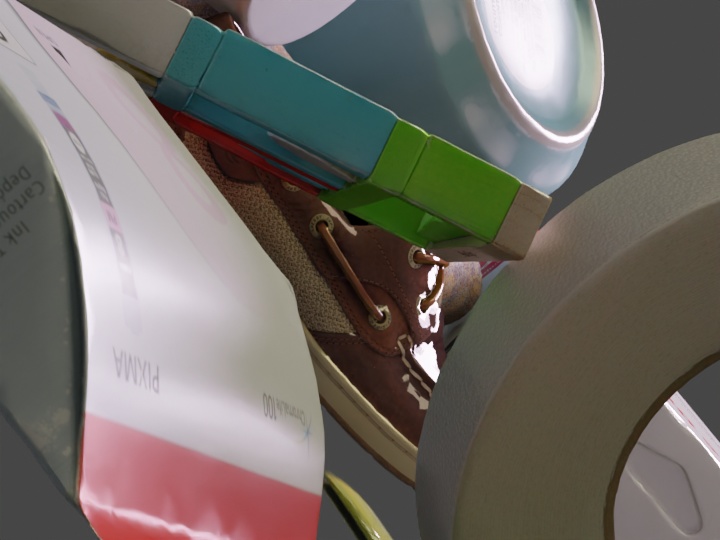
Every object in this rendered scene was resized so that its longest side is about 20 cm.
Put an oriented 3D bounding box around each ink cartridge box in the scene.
[{"bbox_3d":[-0.038,0.021,0.569,0.200,0.057,0.163,47,4,18],"label":"ink cartridge box"},{"bbox_3d":[0.090,0.073,1.026,0.145,0.084,0.200,49,5,-8],"label":"ink cartridge box"}]

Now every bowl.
[{"bbox_3d":[0.027,-0.093,1.051,0.201,0.105,0.202,33,50,-50],"label":"bowl"}]

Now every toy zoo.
[{"bbox_3d":[-0.049,-0.055,0.742,0.199,0.021,0.131,27,-3,-6],"label":"toy zoo"}]

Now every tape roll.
[{"bbox_3d":[0.115,0.054,0.754,0.203,0.203,0.037,46,6,-31],"label":"tape roll"}]

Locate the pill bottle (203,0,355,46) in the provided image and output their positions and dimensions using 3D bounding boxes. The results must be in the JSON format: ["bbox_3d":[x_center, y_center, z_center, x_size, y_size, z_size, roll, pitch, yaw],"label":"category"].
[{"bbox_3d":[-0.072,-0.178,0.892,0.200,0.114,0.114,44,4,17],"label":"pill bottle"}]

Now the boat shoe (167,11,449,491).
[{"bbox_3d":[0.000,0.000,0.867,0.200,0.072,0.072,49,6,-9],"label":"boat shoe"}]

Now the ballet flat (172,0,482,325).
[{"bbox_3d":[-0.019,-0.019,0.954,0.200,0.068,0.067,43,28,-38],"label":"ballet flat"}]
